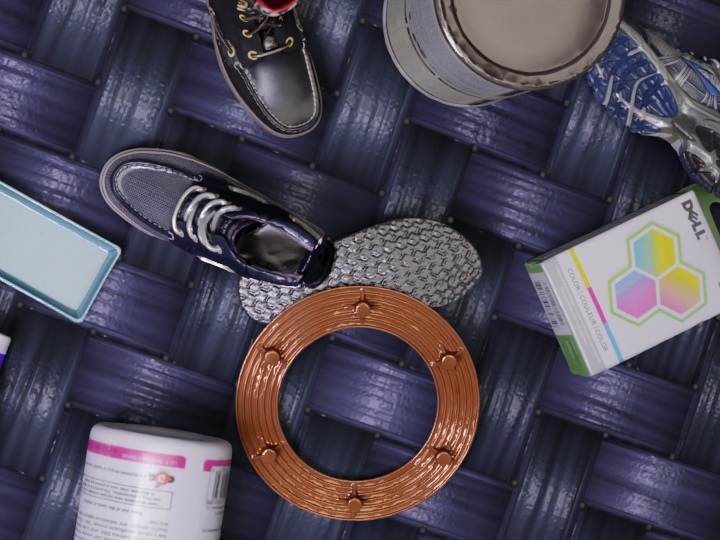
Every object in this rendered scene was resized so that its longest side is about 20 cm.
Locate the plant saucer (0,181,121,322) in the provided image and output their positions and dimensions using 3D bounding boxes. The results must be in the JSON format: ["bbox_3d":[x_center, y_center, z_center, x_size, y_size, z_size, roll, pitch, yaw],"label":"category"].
[{"bbox_3d":[-0.293,-0.035,1.634,0.200,0.019,0.070,30,85,-11],"label":"plant saucer"}]

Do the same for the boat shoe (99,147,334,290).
[{"bbox_3d":[-0.115,-0.044,1.615,0.200,0.093,0.075,21,91,2],"label":"boat shoe"}]

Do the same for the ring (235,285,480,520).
[{"bbox_3d":[-0.001,0.110,1.667,0.200,0.019,0.201,-1,103,-3],"label":"ring"}]

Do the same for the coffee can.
[{"bbox_3d":[0.107,-0.207,1.617,0.146,0.200,0.147,0,90,-11],"label":"coffee can"}]

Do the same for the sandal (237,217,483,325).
[{"bbox_3d":[-0.001,-0.001,1.682,0.200,0.048,0.075,-7,93,2],"label":"sandal"}]

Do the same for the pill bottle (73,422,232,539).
[{"bbox_3d":[-0.170,0.225,1.612,0.113,0.113,0.200,9,88,-11],"label":"pill bottle"}]

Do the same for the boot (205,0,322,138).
[{"bbox_3d":[-0.076,-0.202,1.606,0.073,0.151,0.200,-19,94,-10],"label":"boot"}]

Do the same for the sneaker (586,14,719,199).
[{"bbox_3d":[0.269,-0.146,1.719,0.200,0.077,0.085,46,51,6],"label":"sneaker"}]

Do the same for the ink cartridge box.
[{"bbox_3d":[0.250,0.000,1.717,0.200,0.059,0.104,-25,94,-10],"label":"ink cartridge box"}]

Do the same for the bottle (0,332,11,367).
[{"bbox_3d":[-0.333,0.135,1.604,0.083,0.065,0.200,23,86,-11],"label":"bottle"}]
